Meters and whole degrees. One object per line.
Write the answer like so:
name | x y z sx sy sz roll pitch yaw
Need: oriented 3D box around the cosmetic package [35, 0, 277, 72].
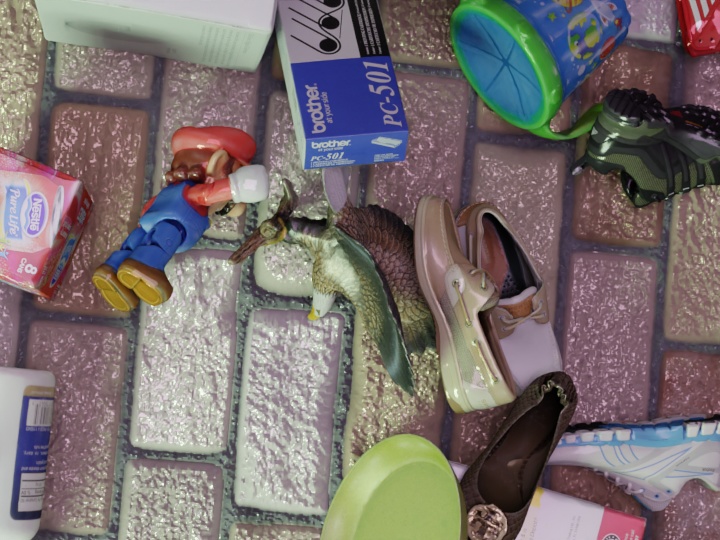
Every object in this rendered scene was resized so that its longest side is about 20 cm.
cosmetic package | -0.173 -0.261 1.493 0.199 0.199 0.123 10 86 -8

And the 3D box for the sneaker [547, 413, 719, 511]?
sneaker | 0.254 0.183 1.594 0.199 0.075 0.087 -2 93 -8

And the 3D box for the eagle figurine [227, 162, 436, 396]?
eagle figurine | -0.002 0.004 1.543 0.200 0.151 0.152 31 68 5

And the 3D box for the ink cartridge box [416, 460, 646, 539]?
ink cartridge box | 0.142 0.267 1.565 0.200 0.083 0.146 18 83 -7

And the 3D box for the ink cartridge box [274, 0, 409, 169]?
ink cartridge box | -0.020 -0.183 1.537 0.094 0.044 0.200 -6 54 -9

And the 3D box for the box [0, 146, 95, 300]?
box | -0.293 -0.039 1.463 0.095 0.200 0.100 23 84 -4

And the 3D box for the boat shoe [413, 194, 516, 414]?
boat shoe | 0.096 0.026 1.535 0.065 0.072 0.201 -14 82 21

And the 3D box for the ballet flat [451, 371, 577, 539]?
ballet flat | 0.141 0.168 1.515 0.067 0.046 0.200 33 61 3

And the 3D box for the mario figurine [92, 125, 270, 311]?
mario figurine | -0.146 -0.043 1.529 0.123 0.106 0.200 19 59 22

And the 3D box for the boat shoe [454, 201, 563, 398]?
boat shoe | 0.137 0.033 1.585 0.075 0.068 0.200 -25 92 -11

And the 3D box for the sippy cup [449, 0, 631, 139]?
sippy cup | 0.174 -0.221 1.581 0.130 0.178 0.140 -37 57 -19

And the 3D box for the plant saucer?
plant saucer | 0.033 0.245 1.508 0.031 0.200 0.201 20 84 -33

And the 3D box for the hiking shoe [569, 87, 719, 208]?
hiking shoe | 0.296 -0.105 1.621 0.200 0.076 0.101 16 125 -23

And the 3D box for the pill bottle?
pill bottle | -0.335 0.182 1.485 0.119 0.120 0.201 7 85 -8

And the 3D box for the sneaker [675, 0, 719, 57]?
sneaker | 0.381 -0.217 1.641 0.115 0.078 0.200 -40 80 0
